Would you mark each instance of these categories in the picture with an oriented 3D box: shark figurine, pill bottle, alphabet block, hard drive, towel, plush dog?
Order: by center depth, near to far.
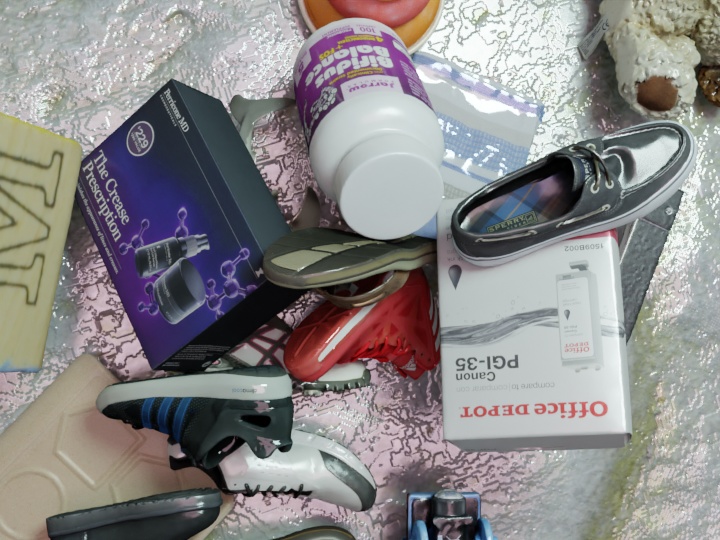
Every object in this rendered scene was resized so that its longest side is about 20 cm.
[{"bbox_3d":[-0.365,-0.034,0.722,0.194,0.196,0.201,10,87,15],"label":"alphabet block"},{"bbox_3d":[0.007,-0.120,0.768,0.112,0.201,0.113,-7,132,-8],"label":"pill bottle"},{"bbox_3d":[-0.095,-0.054,0.845,0.128,0.089,0.215,-32,102,-40],"label":"shark figurine"},{"bbox_3d":[0.219,0.019,0.847,0.038,0.140,0.201,22,86,-6],"label":"hard drive"},{"bbox_3d":[0.088,-0.104,0.865,0.146,0.024,0.201,23,68,-5],"label":"towel"},{"bbox_3d":[0.326,-0.253,0.889,0.171,0.161,0.201,4,116,-21],"label":"plush dog"}]

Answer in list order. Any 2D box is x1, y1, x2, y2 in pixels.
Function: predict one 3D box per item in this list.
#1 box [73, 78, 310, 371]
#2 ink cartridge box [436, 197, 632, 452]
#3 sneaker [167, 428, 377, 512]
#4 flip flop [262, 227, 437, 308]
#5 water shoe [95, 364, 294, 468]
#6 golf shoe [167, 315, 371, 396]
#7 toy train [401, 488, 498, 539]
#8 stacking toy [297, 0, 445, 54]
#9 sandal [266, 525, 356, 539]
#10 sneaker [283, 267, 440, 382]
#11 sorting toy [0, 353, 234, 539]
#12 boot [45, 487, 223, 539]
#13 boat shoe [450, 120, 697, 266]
[{"bbox_3d":[-0.146,-0.036,0.778,0.141,0.079,0.201,-36,70,16],"label":"box"},{"bbox_3d":[0.141,0.042,0.749,0.146,0.083,0.201,-5,73,15],"label":"ink cartridge box"},{"bbox_3d":[-0.082,0.180,0.827,0.199,0.074,0.080,23,52,1],"label":"sneaker"},{"bbox_3d":[0.000,0.000,0.738,0.081,0.200,0.058,19,105,28],"label":"flip flop"},{"bbox_3d":[-0.143,0.125,0.757,0.199,0.071,0.079,-10,84,33],"label":"water shoe"},{"bbox_3d":[-0.083,0.067,0.841,0.199,0.077,0.089,10,81,-7],"label":"golf shoe"},{"bbox_3d":[0.074,0.295,0.831,0.086,0.114,0.201,0,88,-8],"label":"toy train"},{"bbox_3d":[0.021,-0.273,0.801,0.145,0.200,0.147,0,88,-7],"label":"stacking toy"},{"bbox_3d":[-0.093,0.290,0.830,0.199,0.055,0.082,-10,114,-11],"label":"sandal"},{"bbox_3d":[0.020,0.064,0.813,0.200,0.078,0.116,-43,108,-44],"label":"sneaker"},{"bbox_3d":[-0.244,0.207,0.838,0.200,0.036,0.185,44,83,1],"label":"sorting toy"},{"bbox_3d":[-0.176,0.295,0.773,0.164,0.066,0.201,-14,82,16],"label":"boot"},{"bbox_3d":[0.158,-0.065,0.693,0.199,0.066,0.070,-20,69,10],"label":"boat shoe"}]
